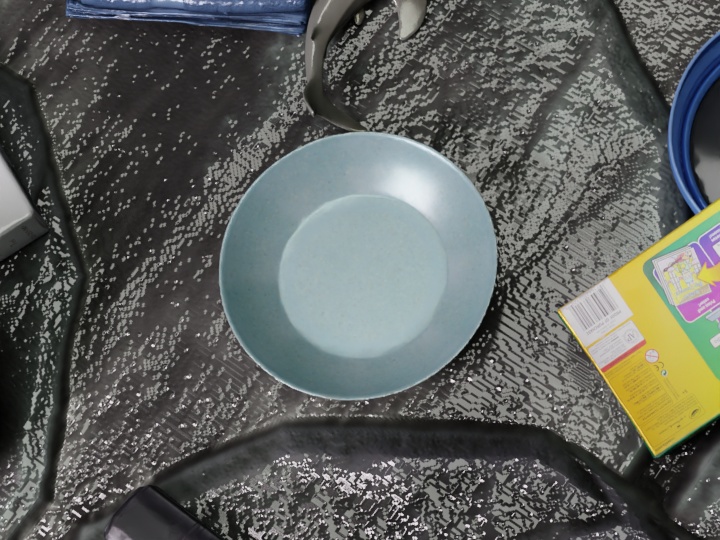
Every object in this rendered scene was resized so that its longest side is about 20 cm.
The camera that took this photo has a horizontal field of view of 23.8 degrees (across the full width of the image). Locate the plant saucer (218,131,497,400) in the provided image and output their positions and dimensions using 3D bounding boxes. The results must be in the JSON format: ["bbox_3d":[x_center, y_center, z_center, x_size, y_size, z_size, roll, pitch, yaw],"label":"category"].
[{"bbox_3d":[0.000,0.000,1.224,0.200,0.039,0.202,-3,70,9],"label":"plant saucer"}]

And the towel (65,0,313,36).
[{"bbox_3d":[-0.128,-0.243,1.324,0.199,0.049,0.112,5,72,12],"label":"towel"}]

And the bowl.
[{"bbox_3d":[0.317,-0.091,1.204,0.200,0.039,0.201,-3,71,8],"label":"bowl"}]

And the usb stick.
[{"bbox_3d":[-0.090,0.219,1.167,0.200,0.033,0.056,34,72,18],"label":"usb stick"}]

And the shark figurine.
[{"bbox_3d":[0.000,-0.212,1.274,0.128,0.090,0.215,37,78,20],"label":"shark figurine"}]

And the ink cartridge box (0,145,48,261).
[{"bbox_3d":[-0.359,-0.067,1.304,0.173,0.044,0.200,-33,70,-2],"label":"ink cartridge box"}]

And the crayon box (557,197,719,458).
[{"bbox_3d":[0.246,0.021,1.136,0.200,0.058,0.119,-35,77,10],"label":"crayon box"}]
